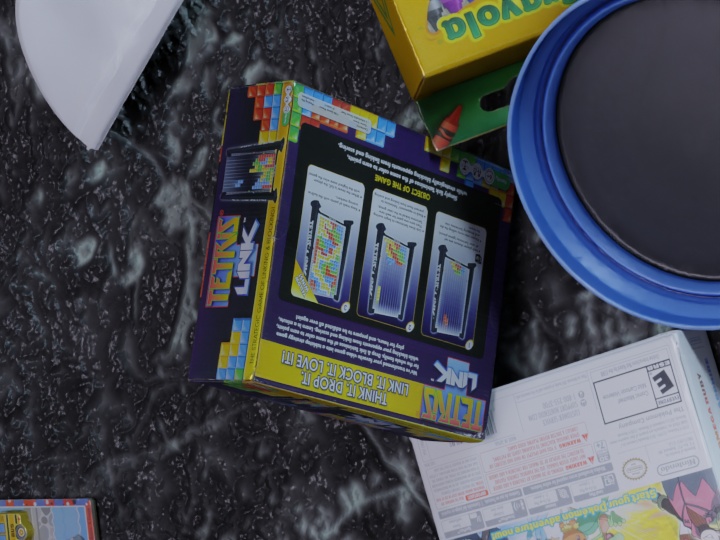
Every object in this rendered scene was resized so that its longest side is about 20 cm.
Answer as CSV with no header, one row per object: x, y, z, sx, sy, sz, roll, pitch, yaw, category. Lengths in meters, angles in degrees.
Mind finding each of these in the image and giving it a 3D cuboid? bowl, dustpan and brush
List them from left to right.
-0.202,-0.195,1.495,0.200,0.057,0.140,42,116,18,dustpan and brush
0.177,-0.066,1.199,0.199,0.039,0.202,14,120,25,bowl

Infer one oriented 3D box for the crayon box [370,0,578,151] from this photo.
0.064,-0.184,1.255,0.126,0.051,0.201,-21,81,-10,crayon box

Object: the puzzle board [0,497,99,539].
-0.239,0.264,1.583,0.150,0.017,0.202,-5,92,36,puzzle board

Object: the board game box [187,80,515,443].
0.000,0.000,1.245,0.056,0.199,0.167,0,77,43,board game box

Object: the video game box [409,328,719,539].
0.136,0.147,1.281,0.199,0.047,0.184,-20,80,36,video game box

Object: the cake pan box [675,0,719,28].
0.250,-0.234,1.158,0.183,0.052,0.202,0,95,34,cake pan box
